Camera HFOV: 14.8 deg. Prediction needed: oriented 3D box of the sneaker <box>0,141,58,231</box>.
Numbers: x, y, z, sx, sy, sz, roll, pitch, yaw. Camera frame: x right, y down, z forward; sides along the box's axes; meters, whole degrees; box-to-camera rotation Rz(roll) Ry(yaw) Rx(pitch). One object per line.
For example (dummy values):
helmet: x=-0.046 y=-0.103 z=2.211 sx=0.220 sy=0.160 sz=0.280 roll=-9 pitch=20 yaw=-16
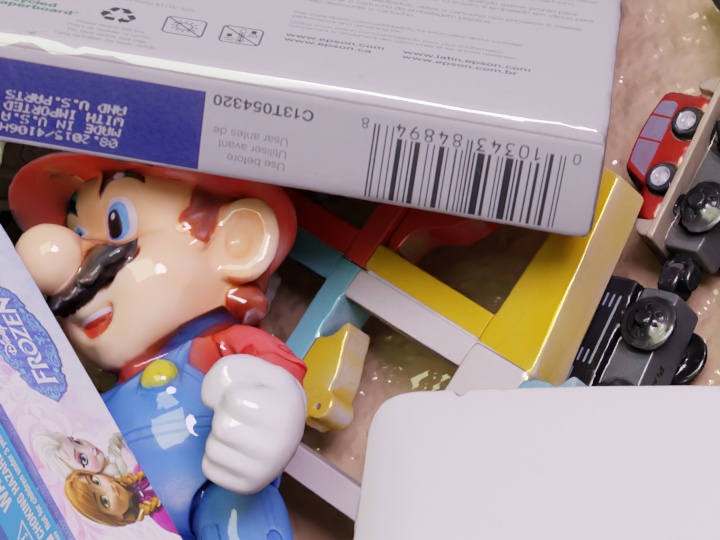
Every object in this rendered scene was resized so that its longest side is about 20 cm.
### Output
sneaker: x=-0.128 y=-0.005 z=0.916 sx=0.200 sy=0.076 sz=0.115 roll=-39 pitch=59 yaw=10

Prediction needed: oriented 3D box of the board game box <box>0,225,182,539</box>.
board game box: x=-0.157 y=0.071 z=0.834 sx=0.200 sy=0.041 sz=0.200 roll=-53 pitch=56 yaw=31

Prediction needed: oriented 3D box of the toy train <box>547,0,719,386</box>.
toy train: x=0.106 y=-0.031 z=0.857 sx=0.046 sy=0.034 sz=0.200 roll=14 pitch=70 yaw=39

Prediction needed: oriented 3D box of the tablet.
tablet: x=0.049 y=0.119 z=0.635 sx=0.130 sy=0.014 sz=0.200 roll=-2 pitch=62 yaw=21

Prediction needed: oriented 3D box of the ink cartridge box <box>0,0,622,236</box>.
ink cartridge box: x=-0.016 y=-0.089 z=0.865 sx=0.196 sy=0.043 sz=0.200 roll=9 pitch=31 yaw=3

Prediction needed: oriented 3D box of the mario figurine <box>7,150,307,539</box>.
mario figurine: x=-0.071 y=0.039 z=0.812 sx=0.123 sy=0.106 sz=0.200 roll=-14 pitch=66 yaw=9

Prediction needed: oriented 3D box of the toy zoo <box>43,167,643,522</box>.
toy zoo: x=0.000 y=0.000 z=0.868 sx=0.200 sy=0.020 sz=0.131 roll=31 pitch=86 yaw=38
